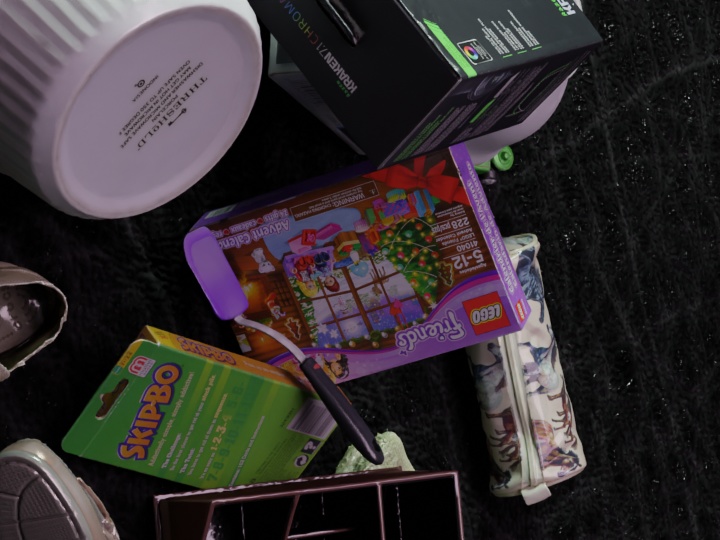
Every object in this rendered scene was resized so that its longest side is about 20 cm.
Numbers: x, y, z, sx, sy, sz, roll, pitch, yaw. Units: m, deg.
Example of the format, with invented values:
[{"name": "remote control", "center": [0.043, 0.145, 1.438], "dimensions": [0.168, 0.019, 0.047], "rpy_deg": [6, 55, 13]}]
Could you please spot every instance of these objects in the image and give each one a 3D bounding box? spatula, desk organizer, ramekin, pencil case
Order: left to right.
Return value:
[{"name": "ramekin", "center": [-0.150, -0.122, 1.449], "dimensions": [0.202, 0.094, 0.203], "rpy_deg": [-30, 144, -25]}, {"name": "spatula", "center": [-0.051, 0.053, 1.562], "dimensions": [0.200, 0.021, 0.057], "rpy_deg": [47, 21, 5]}, {"name": "desk organizer", "center": [-0.032, 0.176, 1.576], "dimensions": [0.199, 0.077, 0.072], "rpy_deg": [-4, 88, -33]}, {"name": "pencil case", "center": [0.119, 0.075, 1.800], "dimensions": [0.089, 0.078, 0.201], "rpy_deg": [-23, 102, -73]}]

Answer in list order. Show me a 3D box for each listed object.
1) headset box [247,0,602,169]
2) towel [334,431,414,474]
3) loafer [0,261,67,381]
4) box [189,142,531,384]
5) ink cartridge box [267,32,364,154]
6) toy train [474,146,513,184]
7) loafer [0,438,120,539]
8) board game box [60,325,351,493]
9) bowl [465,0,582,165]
[{"name": "headset box", "center": [0.031, -0.172, 1.517], "dimensions": [0.174, 0.093, 0.200], "rpy_deg": [53, 35, 13]}, {"name": "towel", "center": [0.005, 0.227, 1.682], "dimensions": [0.149, 0.036, 0.200], "rpy_deg": [56, 48, -24]}, {"name": "loafer", "center": [-0.253, 0.047, 1.406], "dimensions": [0.200, 0.068, 0.076], "rpy_deg": [-39, 112, -44]}, {"name": "box", "center": [0.000, 0.000, 1.596], "dimensions": [0.137, 0.199, 0.039], "rpy_deg": [67, 22, -15]}, {"name": "ink cartridge box", "center": [-0.012, -0.205, 1.683], "dimensions": [0.198, 0.043, 0.201], "rpy_deg": [35, 55, -67]}, {"name": "toy train", "center": [0.088, -0.168, 1.843], "dimensions": [0.056, 0.042, 0.201], "rpy_deg": [6, 79, -36]}, {"name": "loafer", "center": [-0.177, 0.187, 1.475], "dimensions": [0.201, 0.072, 0.063], "rpy_deg": [69, 26, -22]}, {"name": "board game box", "center": [-0.103, 0.098, 1.552], "dimensions": [0.200, 0.030, 0.096], "rpy_deg": [19, 113, -46]}, {"name": "bowl", "center": [0.105, -0.181, 1.744], "dimensions": [0.201, 0.090, 0.202], "rpy_deg": [13, 74, -55]}]
